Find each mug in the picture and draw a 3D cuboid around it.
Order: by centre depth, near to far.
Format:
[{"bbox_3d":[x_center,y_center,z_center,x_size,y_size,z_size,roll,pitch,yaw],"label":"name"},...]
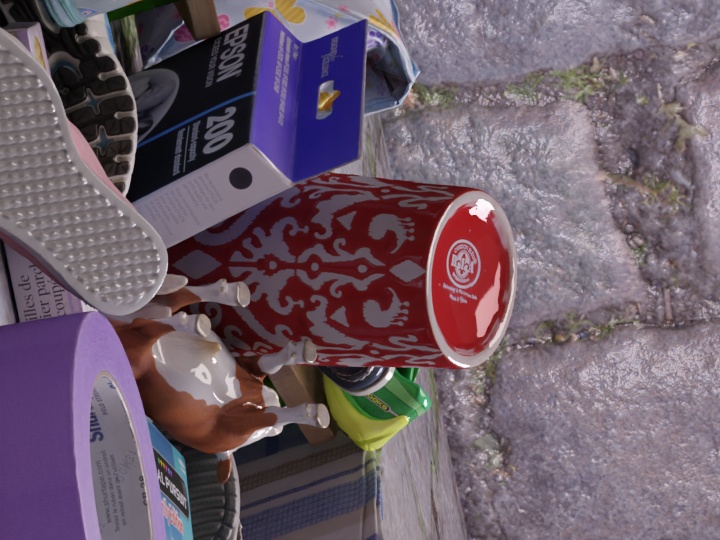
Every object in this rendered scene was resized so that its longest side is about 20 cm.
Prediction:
[{"bbox_3d":[-0.003,-0.010,1.711,0.177,0.199,0.134,-35,121,-49],"label":"mug"}]

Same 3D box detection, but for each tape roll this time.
[{"bbox_3d":[-0.153,0.125,1.434,0.200,0.065,0.202,-9,90,-84],"label":"tape roll"}]

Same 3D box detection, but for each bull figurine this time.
[{"bbox_3d":[-0.093,0.064,1.657,0.200,0.121,0.066,35,49,-43],"label":"bull figurine"}]

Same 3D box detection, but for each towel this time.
[{"bbox_3d":[-0.049,0.167,1.933,0.200,0.146,0.024,-91,159,-58],"label":"towel"}]

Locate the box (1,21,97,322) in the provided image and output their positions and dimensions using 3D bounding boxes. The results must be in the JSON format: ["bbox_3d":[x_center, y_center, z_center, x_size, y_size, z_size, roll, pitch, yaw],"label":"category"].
[{"bbox_3d":[-0.180,-0.037,1.536,0.041,0.038,0.201,-60,141,-78],"label":"box"}]

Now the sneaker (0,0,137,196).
[{"bbox_3d":[-0.166,-0.107,1.610,0.090,0.078,0.201,72,11,-72],"label":"sneaker"}]

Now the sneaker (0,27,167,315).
[{"bbox_3d":[-0.185,-0.063,1.440,0.105,0.075,0.200,37,-13,52],"label":"sneaker"}]

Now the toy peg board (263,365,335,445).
[{"bbox_3d":[-0.103,0.008,1.984,0.200,0.097,0.200,-92,156,-57],"label":"toy peg board"}]

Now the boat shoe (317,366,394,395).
[{"bbox_3d":[-0.032,-0.009,1.888,0.062,0.074,0.201,41,28,-65],"label":"boat shoe"}]

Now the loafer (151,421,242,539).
[{"bbox_3d":[-0.110,0.191,1.751,0.070,0.075,0.201,104,-17,-75],"label":"loafer"}]

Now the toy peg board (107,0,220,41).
[{"bbox_3d":[-0.175,-0.261,1.786,0.199,0.097,0.201,-121,-163,-63],"label":"toy peg board"}]

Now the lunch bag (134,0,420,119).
[{"bbox_3d":[-0.062,-0.194,1.993,0.127,0.199,0.170,-58,-149,33],"label":"lunch bag"}]

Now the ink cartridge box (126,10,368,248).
[{"bbox_3d":[-0.091,-0.087,1.688,0.044,0.199,0.199,59,15,-26],"label":"ink cartridge box"}]

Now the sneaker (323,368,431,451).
[{"bbox_3d":[0.012,0.039,1.967,0.074,0.083,0.201,52,20,-48],"label":"sneaker"}]

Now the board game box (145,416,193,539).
[{"bbox_3d":[-0.130,0.192,1.622,0.151,0.047,0.201,63,19,-71],"label":"board game box"}]

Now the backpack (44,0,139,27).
[{"bbox_3d":[-0.159,-0.235,1.503,0.201,0.152,0.176,-107,179,-46],"label":"backpack"}]
